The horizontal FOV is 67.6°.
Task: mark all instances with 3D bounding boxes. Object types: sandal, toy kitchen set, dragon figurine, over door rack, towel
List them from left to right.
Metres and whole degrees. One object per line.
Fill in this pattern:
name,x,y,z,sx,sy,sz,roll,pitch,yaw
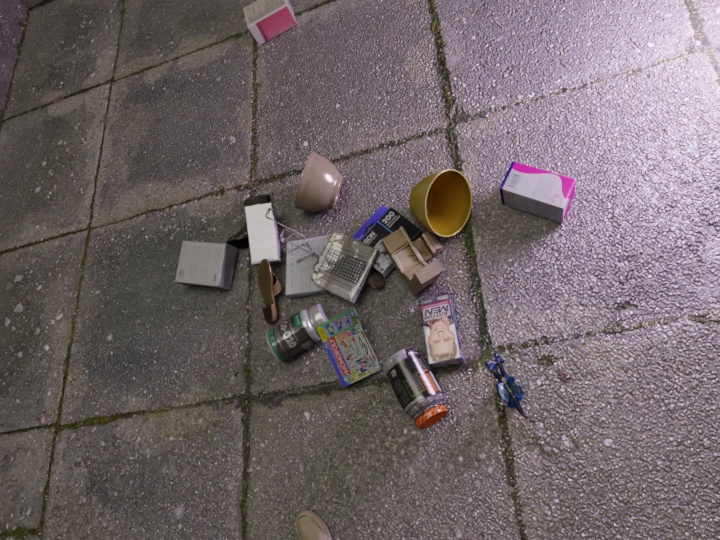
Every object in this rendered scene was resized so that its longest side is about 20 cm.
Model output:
sandal,-0.298,0.069,1.840,0.076,0.069,0.218,-11,83,44
over door rack,-0.233,-0.099,1.785,0.067,0.148,0.199,-46,61,-10
towel,-0.057,-0.018,1.735,0.197,0.034,0.196,24,85,30
toy kitchen set,0.184,-0.065,1.617,0.161,0.181,0.203,-31,79,-9
dragon figurine,0.400,0.322,1.440,0.058,0.100,0.203,-30,61,6

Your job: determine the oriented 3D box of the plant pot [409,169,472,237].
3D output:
plant pot,0.233,-0.216,1.694,0.141,0.199,0.203,17,73,54

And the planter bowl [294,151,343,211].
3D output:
planter bowl,-0.136,-0.291,1.864,0.131,0.201,0.205,19,74,-2

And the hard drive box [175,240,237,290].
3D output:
hard drive box,-0.559,-0.020,1.949,0.195,0.077,0.161,5,81,23

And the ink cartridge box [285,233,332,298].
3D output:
ink cartridge box,-0.160,-0.016,1.829,0.195,0.041,0.205,-9,66,17

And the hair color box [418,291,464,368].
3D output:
hair color box,0.237,0.175,1.586,0.097,0.061,0.205,-14,65,15

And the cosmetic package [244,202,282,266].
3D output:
cosmetic package,-0.339,-0.125,1.880,0.098,0.071,0.206,-8,85,1

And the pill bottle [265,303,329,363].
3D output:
pill bottle,-0.193,0.197,1.712,0.197,0.113,0.115,-32,61,6

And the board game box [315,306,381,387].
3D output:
board game box,-0.035,0.233,1.632,0.132,0.029,0.204,-26,91,8

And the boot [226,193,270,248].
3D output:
boot,-0.410,-0.185,1.986,0.195,0.070,0.178,-18,62,1

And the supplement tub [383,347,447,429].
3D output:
supplement tub,0.156,0.332,1.517,0.121,0.123,0.203,-31,61,6

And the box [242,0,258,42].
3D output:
box,-0.392,-1.098,2.327,0.196,0.109,0.131,-23,62,11

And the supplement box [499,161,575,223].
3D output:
supplement box,0.533,-0.235,1.619,0.197,0.104,0.103,24,77,29

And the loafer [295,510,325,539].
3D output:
loafer,-0.116,0.749,1.479,0.076,0.068,0.199,-47,61,-3

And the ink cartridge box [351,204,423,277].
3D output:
ink cartridge box,0.072,-0.110,1.769,0.199,0.044,0.199,38,80,30

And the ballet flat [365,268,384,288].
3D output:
ballet flat,0.000,0.000,1.760,0.199,0.067,0.047,38,128,26
